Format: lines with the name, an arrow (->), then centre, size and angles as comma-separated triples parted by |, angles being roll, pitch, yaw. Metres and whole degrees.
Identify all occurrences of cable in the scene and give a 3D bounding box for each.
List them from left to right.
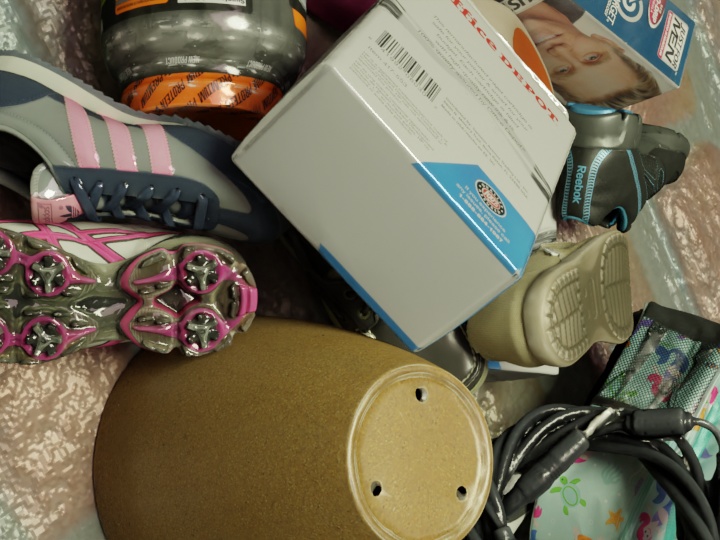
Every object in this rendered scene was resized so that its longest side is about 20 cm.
cable -> 0.133, 0.163, 0.769 | 0.051, 0.161, 0.202 | 76, 27, -55

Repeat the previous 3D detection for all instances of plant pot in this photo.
plant pot -> -0.022, 0.106, 0.731 | 0.184, 0.199, 0.190 | 7, 77, -34

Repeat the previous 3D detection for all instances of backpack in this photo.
backpack -> 0.203, 0.150, 0.900 | 0.200, 0.149, 0.179 | -47, 143, -23

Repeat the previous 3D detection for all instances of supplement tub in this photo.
supplement tub -> -0.091, -0.181, 0.778 | 0.121, 0.122, 0.204 | 6, 79, -33

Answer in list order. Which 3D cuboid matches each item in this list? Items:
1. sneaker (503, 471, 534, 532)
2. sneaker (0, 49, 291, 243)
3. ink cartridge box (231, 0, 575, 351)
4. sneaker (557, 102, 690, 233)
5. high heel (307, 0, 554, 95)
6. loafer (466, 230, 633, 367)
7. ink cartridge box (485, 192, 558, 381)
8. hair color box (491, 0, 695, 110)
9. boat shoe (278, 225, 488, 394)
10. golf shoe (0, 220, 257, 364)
sneaker -> 0.052, 0.197, 0.826 | 0.199, 0.074, 0.081 | -34, 89, -43
sneaker -> -0.135, -0.046, 0.714 | 0.197, 0.071, 0.083 | 20, 51, 8
ink cartridge box -> 0.034, -0.073, 0.745 | 0.147, 0.086, 0.200 | 46, 30, -9
sneaker -> 0.184, -0.071, 0.965 | 0.199, 0.072, 0.083 | 0, 100, -60
high heel -> 0.054, -0.154, 0.916 | 0.200, 0.095, 0.068 | 44, 41, -31
loafer -> 0.124, 0.016, 0.838 | 0.199, 0.067, 0.077 | -10, 97, -63
ink cartridge box -> 0.071, -0.031, 0.898 | 0.115, 0.067, 0.204 | 7, 78, -34
hair color box -> 0.136, -0.193, 0.951 | 0.199, 0.099, 0.061 | 31, 65, -26
boat shoe -> 0.000, -0.001, 0.805 | 0.072, 0.066, 0.202 | -39, 79, -1
golf shoe -> -0.159, 0.009, 0.734 | 0.197, 0.092, 0.074 | 5, 101, -14
